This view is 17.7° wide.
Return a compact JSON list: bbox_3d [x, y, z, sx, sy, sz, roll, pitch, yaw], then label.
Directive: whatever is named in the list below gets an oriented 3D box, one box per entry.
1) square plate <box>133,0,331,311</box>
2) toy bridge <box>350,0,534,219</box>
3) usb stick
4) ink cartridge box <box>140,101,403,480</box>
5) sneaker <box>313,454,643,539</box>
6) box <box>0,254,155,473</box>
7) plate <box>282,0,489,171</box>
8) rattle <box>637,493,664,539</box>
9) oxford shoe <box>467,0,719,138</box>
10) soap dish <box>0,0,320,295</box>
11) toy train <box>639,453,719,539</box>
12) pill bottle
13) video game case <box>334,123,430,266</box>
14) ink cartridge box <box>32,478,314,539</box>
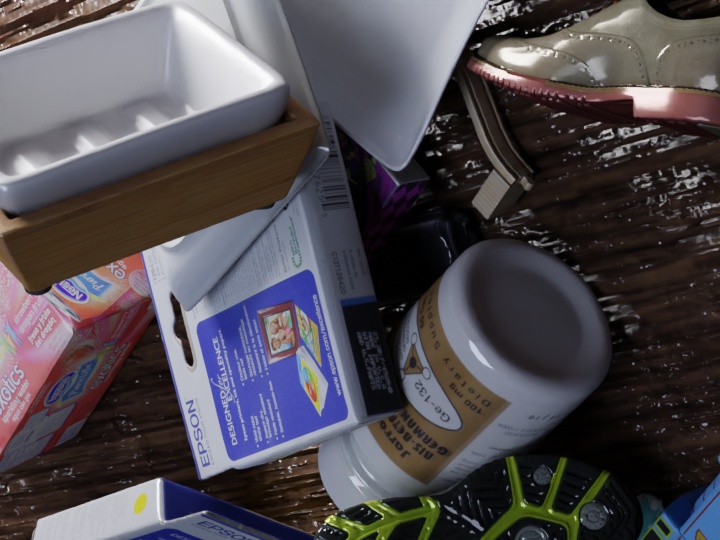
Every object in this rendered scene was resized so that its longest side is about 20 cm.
[{"bbox_3d":[-0.102,-0.105,1.434,0.200,0.028,0.198,-45,57,46],"label":"square plate"},{"bbox_3d":[0.039,-0.120,1.424,0.200,0.027,0.067,47,132,18],"label":"toy bridge"},{"bbox_3d":[0.000,0.000,1.511,0.200,0.033,0.056,-13,103,45],"label":"usb stick"},{"bbox_3d":[-0.062,0.018,1.459,0.200,0.047,0.198,-25,78,56],"label":"ink cartridge box"},{"bbox_3d":[0.071,0.157,1.403,0.200,0.076,0.076,-8,78,5],"label":"sneaker"},{"bbox_3d":[-0.238,0.053,1.705,0.095,0.103,0.200,50,135,14],"label":"box"},{"bbox_3d":[0.004,-0.195,1.395,0.200,0.032,0.200,41,119,26],"label":"plate"},{"bbox_3d":[0.136,0.219,1.488,0.130,0.143,0.200,-1,94,10],"label":"rattle"},{"bbox_3d":[0.148,-0.122,1.311,0.200,0.070,0.075,13,91,40],"label":"oxford shoe"},{"bbox_3d":[-0.146,-0.072,1.319,0.157,0.200,0.081,40,142,46],"label":"soap dish"},{"bbox_3d":[0.235,0.156,1.331,0.114,0.087,0.200,51,135,21],"label":"toy train"},{"bbox_3d":[0.057,0.079,1.435,0.114,0.114,0.200,52,135,12],"label":"pill bottle"},{"bbox_3d":[-0.061,-0.054,1.511,0.181,0.036,0.200,53,129,23],"label":"video game case"},{"bbox_3d":[-0.088,0.194,1.570,0.200,0.198,0.047,-23,52,44],"label":"ink cartridge box"}]
